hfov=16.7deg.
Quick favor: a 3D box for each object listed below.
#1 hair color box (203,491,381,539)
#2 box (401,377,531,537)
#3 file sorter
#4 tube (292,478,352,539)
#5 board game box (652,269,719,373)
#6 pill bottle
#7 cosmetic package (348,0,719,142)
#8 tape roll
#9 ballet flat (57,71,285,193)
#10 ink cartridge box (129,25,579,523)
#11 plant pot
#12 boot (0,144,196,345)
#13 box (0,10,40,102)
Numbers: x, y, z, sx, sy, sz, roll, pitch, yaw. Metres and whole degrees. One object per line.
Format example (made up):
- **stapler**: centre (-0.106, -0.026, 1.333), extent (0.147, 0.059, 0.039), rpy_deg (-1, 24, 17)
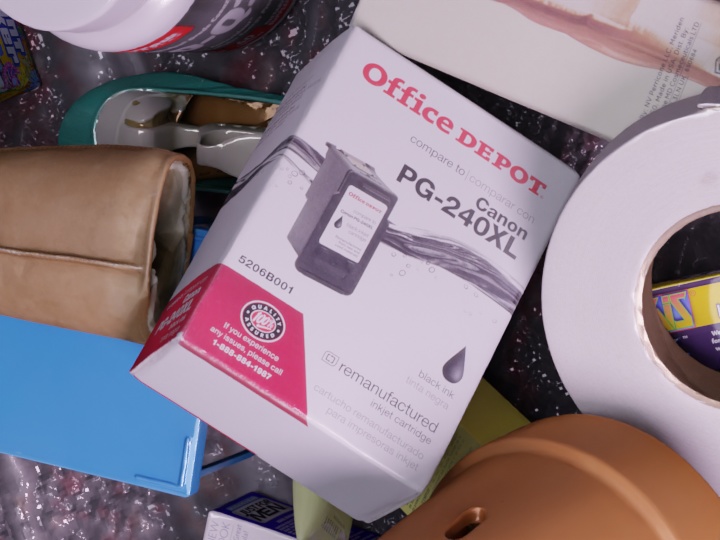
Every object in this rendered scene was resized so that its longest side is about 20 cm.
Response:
- **hair color box**: centre (0.005, 0.205, 1.333), extent (0.199, 0.065, 0.110), rpy_deg (16, 101, 20)
- **box**: centre (0.087, 0.133, 1.265), extent (0.200, 0.050, 0.075), rpy_deg (43, 126, 30)
- **file sorter**: centre (-0.151, 0.028, 1.344), extent (0.199, 0.123, 0.139), rpy_deg (11, 98, 19)
- **tube**: centre (-0.012, 0.062, 1.294), extent (0.052, 0.058, 0.201), rpy_deg (-21, 57, 53)
- **board game box**: centre (0.224, 0.076, 1.242), extent (0.199, 0.057, 0.166), rpy_deg (-12, 89, 22)
- **pill bottle**: centre (-0.113, -0.170, 1.271), extent (0.114, 0.200, 0.114), rpy_deg (2, 96, 21)
- **cosmetic package**: centre (0.109, -0.122, 1.244), extent (0.200, 0.103, 0.088), rpy_deg (24, 101, 16)
- **tape roll**: centre (0.186, 0.012, 1.172), extent (0.202, 0.037, 0.203), rpy_deg (5, 111, 14)
- **ballet flat**: centre (-0.088, -0.073, 1.339), extent (0.199, 0.070, 0.068), rpy_deg (4, 97, 21)
- **ink cartridge box**: centre (0.000, 0.000, 1.225), extent (0.145, 0.083, 0.200), rpy_deg (33, 64, -10)
- **plant pot**: centre (0.075, 0.180, 1.153), extent (0.200, 0.140, 0.201), rpy_deg (13, 109, 42)
- **boot**: centre (-0.191, 0.016, 1.260), extent (0.199, 0.066, 0.176), rpy_deg (8, 97, 19)
- **box**: centre (-0.321, -0.121, 1.358), extent (0.199, 0.193, 0.122), rpy_deg (-20, 88, 20)
